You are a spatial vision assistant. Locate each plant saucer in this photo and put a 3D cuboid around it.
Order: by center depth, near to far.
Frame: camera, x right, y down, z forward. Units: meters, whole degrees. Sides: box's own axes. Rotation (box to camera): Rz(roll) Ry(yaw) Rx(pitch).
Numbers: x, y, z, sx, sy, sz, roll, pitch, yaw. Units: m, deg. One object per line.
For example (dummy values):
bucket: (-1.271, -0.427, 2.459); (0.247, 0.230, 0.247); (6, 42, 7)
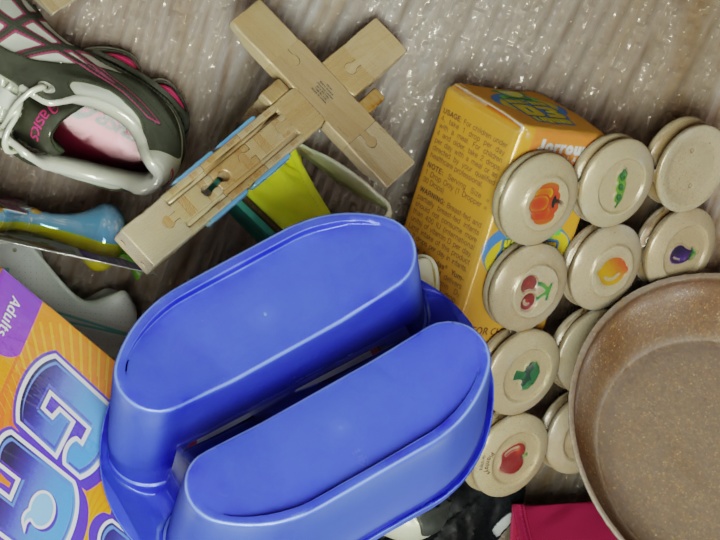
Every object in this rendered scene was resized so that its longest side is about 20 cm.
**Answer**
plant saucer: (0.197, 0.097, 1.366); (0.200, 0.201, 0.037); (13, 148, -11)

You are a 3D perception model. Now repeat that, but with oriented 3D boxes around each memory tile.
memory tile: (0.126, 0.021, 1.382); (0.153, 0.017, 0.200); (-13, 120, -33)

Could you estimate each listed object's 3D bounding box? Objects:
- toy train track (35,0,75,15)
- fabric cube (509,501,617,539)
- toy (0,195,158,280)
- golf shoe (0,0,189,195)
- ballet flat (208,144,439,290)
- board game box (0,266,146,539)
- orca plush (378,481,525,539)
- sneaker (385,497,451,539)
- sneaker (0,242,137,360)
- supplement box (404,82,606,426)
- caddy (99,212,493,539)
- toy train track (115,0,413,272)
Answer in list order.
toy train track: (-0.213, -0.144, 1.285); (0.200, 0.033, 0.115); (-36, 78, -23)
fabric cube: (0.187, 0.252, 1.402); (0.199, 0.200, 0.196); (-3, 125, -5)
toy: (-0.199, -0.044, 1.316); (0.200, 0.115, 0.047); (18, 94, -12)
golf shoe: (-0.177, -0.099, 1.311); (0.200, 0.088, 0.077); (22, 107, -12)
ballet flat: (0.000, 0.000, 1.343); (0.067, 0.067, 0.200); (-36, 73, -10)
board game box: (-0.198, 0.160, 1.289); (0.200, 0.200, 0.200); (-25, 124, 39)
orca plush: (0.002, 0.138, 1.401); (0.200, 0.071, 0.105); (-6, 75, -12)
sneaker: (-0.040, 0.099, 1.369); (0.200, 0.070, 0.093); (34, 117, 25)
sneaker: (-0.211, 0.014, 1.364); (0.200, 0.070, 0.080); (22, 89, -16)
supplement box: (0.059, 0.006, 1.378); (0.066, 0.069, 0.200); (2, 110, -39)
caddy: (-0.029, 0.064, 1.241); (0.200, 0.105, 0.141); (-28, 69, -16)
toy train track: (-0.051, -0.061, 1.314); (0.115, 0.033, 0.200); (47, 56, 1)
